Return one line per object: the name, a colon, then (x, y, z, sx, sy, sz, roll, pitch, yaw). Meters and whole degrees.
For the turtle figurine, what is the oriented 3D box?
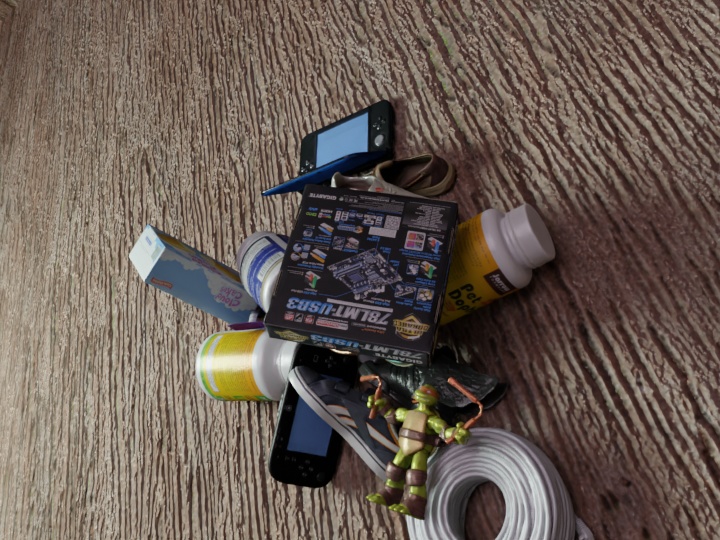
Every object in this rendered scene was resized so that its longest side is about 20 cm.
turtle figurine: (0.059, 0.203, 0.879, 0.199, 0.064, 0.163, 7, 74, 45)

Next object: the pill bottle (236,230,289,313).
pill bottle: (-0.124, 0.007, 1.151, 0.116, 0.115, 0.200, -58, 30, 2)

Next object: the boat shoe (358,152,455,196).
boat shoe: (0.046, -0.143, 1.130, 0.198, 0.072, 0.073, -5, 66, 39)

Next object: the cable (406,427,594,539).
cable: (0.145, 0.285, 0.848, 0.200, 0.069, 0.201, -39, 50, 19)

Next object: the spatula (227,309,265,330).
spatula: (-0.167, 0.076, 1.154, 0.056, 0.200, 0.021, -6, 95, -1)

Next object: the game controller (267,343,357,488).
game controller: (-0.067, 0.201, 1.034, 0.042, 0.104, 0.202, 0, 74, 53)

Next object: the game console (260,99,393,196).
game console: (-0.055, -0.203, 1.213, 0.199, 0.118, 0.172, -17, 60, 32)

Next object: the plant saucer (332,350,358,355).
plant saucer: (0.003, 0.014, 0.984, 0.199, 0.032, 0.202, -22, 60, 44)

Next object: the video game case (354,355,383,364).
video game case: (0.008, 0.025, 1.118, 0.182, 0.022, 0.201, 26, 88, 43)

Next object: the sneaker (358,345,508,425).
sneaker: (0.090, 0.142, 0.972, 0.199, 0.060, 0.105, 31, 85, 44)

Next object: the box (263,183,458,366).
box: (0.006, 0.000, 0.875, 0.198, 0.050, 0.200, 8, 64, 11)

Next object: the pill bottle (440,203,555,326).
pill bottle: (0.147, -0.007, 0.958, 0.199, 0.109, 0.110, -29, 54, 27)

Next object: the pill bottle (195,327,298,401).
pill bottle: (-0.150, 0.145, 1.130, 0.198, 0.111, 0.112, -8, 65, 37)

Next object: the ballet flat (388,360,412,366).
ballet flat: (0.033, 0.078, 1.002, 0.199, 0.062, 0.068, 22, 104, 53)

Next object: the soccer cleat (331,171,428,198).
soccer cleat: (0.044, -0.096, 1.072, 0.198, 0.078, 0.070, 13, 54, 22)

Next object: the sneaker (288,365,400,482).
sneaker: (-0.004, 0.185, 0.980, 0.200, 0.078, 0.079, 43, 92, 6)

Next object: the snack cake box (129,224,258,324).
snack cake box: (-0.274, 0.011, 1.225, 0.068, 0.199, 0.115, -56, 37, 2)
